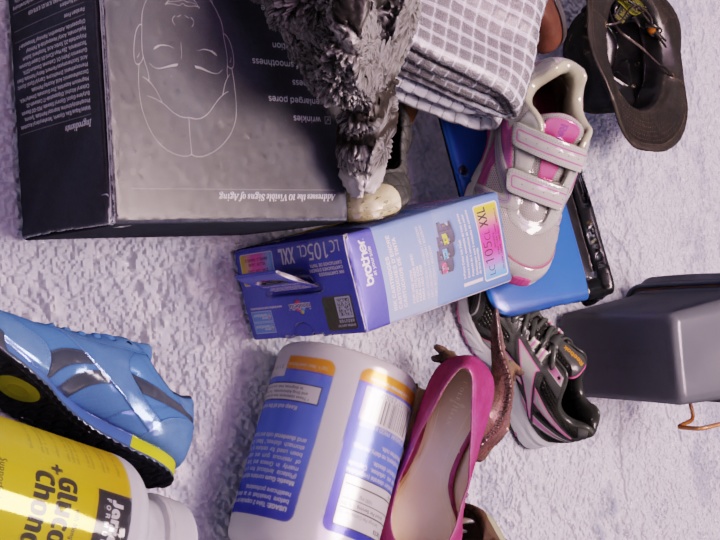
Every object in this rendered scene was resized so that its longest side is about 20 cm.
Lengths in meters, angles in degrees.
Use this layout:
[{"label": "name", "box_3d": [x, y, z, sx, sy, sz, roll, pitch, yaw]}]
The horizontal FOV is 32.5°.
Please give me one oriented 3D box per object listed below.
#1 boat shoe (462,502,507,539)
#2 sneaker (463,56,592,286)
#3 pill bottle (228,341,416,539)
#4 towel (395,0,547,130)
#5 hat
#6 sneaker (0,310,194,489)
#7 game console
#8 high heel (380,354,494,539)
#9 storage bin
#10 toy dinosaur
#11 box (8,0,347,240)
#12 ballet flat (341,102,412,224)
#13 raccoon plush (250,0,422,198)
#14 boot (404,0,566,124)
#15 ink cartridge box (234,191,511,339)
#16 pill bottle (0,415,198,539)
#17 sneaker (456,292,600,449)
[{"label": "boat shoe", "box_3d": [0.103, 0.250, 0.980, 0.075, 0.202, 0.075, -41, 105, -5]}, {"label": "sneaker", "box_3d": [0.139, -0.089, 0.997, 0.081, 0.088, 0.202, 11, 73, -21]}, {"label": "pill bottle", "box_3d": [-0.034, 0.164, 0.913, 0.112, 0.112, 0.202, 30, 69, -37]}, {"label": "towel", "box_3d": [0.052, -0.222, 0.962, 0.199, 0.085, 0.167, 21, 71, -20]}, {"label": "hat", "box_3d": [0.249, -0.210, 1.225, 0.200, 0.080, 0.203, 14, 71, -47]}, {"label": "sneaker", "box_3d": [-0.188, 0.067, 0.814, 0.200, 0.066, 0.079, 41, 50, -34]}, {"label": "game console", "box_3d": [0.143, -0.060, 1.102, 0.117, 0.171, 0.202, -14, 83, 1]}, {"label": "high heel", "box_3d": [0.053, 0.160, 0.909, 0.096, 0.067, 0.202, 42, 71, -77]}, {"label": "storage bin", "box_3d": [0.291, 0.083, 1.177, 0.133, 0.199, 0.147, -7, 92, -31]}, {"label": "toy dinosaur", "box_3d": [0.078, 0.135, 0.996, 0.085, 0.201, 0.136, 31, 23, -11]}, {"label": "box", "box_3d": [-0.122, -0.125, 0.842, 0.199, 0.123, 0.199, -2, 87, -43]}, {"label": "ballet flat", "box_3d": [0.006, -0.086, 0.952, 0.200, 0.066, 0.057, -83, 167, -64]}, {"label": "raccoon plush", "box_3d": [-0.044, -0.148, 0.805, 0.097, 0.133, 0.202, -38, 146, -54]}, {"label": "boot", "box_3d": [0.087, -0.206, 1.080, 0.188, 0.068, 0.201, 47, 59, -31]}, {"label": "ink cartridge box", "box_3d": [0.000, 0.000, 0.938, 0.199, 0.136, 0.077, -19, 98, -42]}, {"label": "pill bottle", "box_3d": [-0.201, 0.156, 0.757, 0.199, 0.111, 0.113, 27, 69, -38]}, {"label": "sneaker", "box_3d": [0.163, 0.071, 1.118, 0.080, 0.086, 0.201, -46, 116, -36]}]
